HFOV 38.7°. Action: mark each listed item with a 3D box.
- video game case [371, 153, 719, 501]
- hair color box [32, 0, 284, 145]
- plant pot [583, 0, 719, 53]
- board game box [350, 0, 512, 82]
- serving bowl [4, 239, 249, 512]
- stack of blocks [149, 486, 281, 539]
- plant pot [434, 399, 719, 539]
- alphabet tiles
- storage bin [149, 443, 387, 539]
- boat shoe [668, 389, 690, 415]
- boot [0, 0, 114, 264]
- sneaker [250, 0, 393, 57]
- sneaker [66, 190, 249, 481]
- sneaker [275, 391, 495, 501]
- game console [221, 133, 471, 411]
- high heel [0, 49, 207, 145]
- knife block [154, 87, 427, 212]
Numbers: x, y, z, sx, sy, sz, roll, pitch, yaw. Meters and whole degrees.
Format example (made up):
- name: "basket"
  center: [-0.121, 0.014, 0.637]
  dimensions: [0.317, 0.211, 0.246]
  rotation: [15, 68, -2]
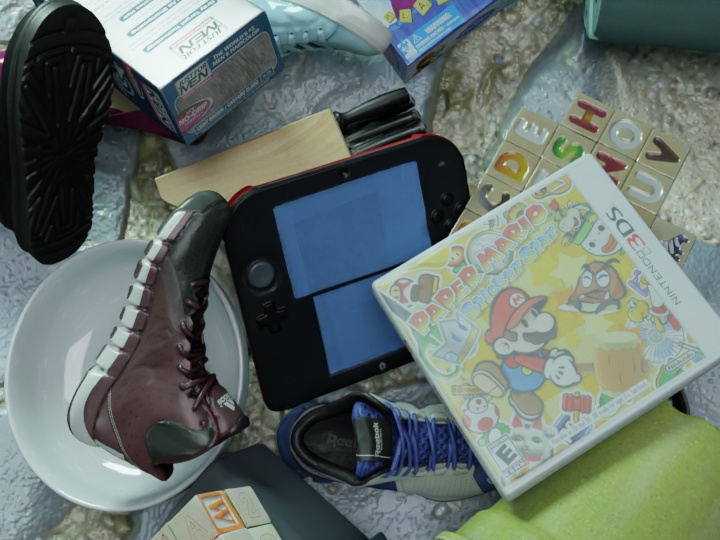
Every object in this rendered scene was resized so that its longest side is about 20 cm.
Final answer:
- name: "video game case"
  center: [0.136, 0.034, 0.736]
  dimensions: [0.198, 0.023, 0.183]
  rotation: [-30, 68, -8]
- name: "hair color box"
  center: [-0.159, -0.186, 0.781]
  dimensions: [0.100, 0.061, 0.199]
  rotation: [-40, 54, -16]
- name: "plant pot"
  center: [0.283, -0.261, 0.821]
  dimensions: [0.193, 0.200, 0.204]
  rotation: [2, 80, 6]
- name: "board game box"
  center: [0.056, -0.303, 0.887]
  dimensions: [0.199, 0.041, 0.200]
  rotation: [-38, 84, -7]
- name: "serving bowl"
  center: [-0.172, 0.081, 0.791]
  dimensions: [0.197, 0.066, 0.204]
  rotation: [-3, 80, 14]
- name: "stack of blocks"
  center: [-0.070, 0.251, 0.629]
  dimensions: [0.115, 0.058, 0.201]
  rotation: [-44, 66, 19]
- name: "plant pot"
  center: [0.185, 0.194, 0.741]
  dimensions: [0.200, 0.201, 0.184]
  rotation: [43, 73, 5]
- name: "alphabet tiles"
  center: [0.166, -0.036, 0.780]
  dimensions: [0.166, 0.008, 0.202]
  rotation: [28, 74, 13]
- name: "storage bin"
  center: [-0.084, 0.229, 0.744]
  dimensions: [0.134, 0.145, 0.201]
  rotation: [44, 106, 15]
- name: "boat shoe"
  center: [0.209, 0.042, 0.826]
  dimensions: [0.066, 0.057, 0.202]
  rotation: [-26, 82, -4]
- name: "boot"
  center: [-0.269, -0.122, 0.760]
  dimensions: [0.157, 0.079, 0.213]
  rotation: [34, 125, 25]
- name: "sneaker"
  center: [-0.070, -0.199, 0.849]
  dimensions: [0.198, 0.074, 0.083]
  rotation: [23, 96, 19]
- name: "sneaker"
  center: [-0.112, 0.055, 0.715]
  dimensions: [0.115, 0.076, 0.202]
  rotation: [30, 100, 13]
- name: "sneaker"
  center: [0.031, 0.135, 0.775]
  dimensions: [0.196, 0.115, 0.082]
  rotation: [2, 81, -2]
- name: "game console"
  center: [0.000, 0.000, 0.788]
  dimensions: [0.197, 0.031, 0.180]
  rotation: [-18, 108, -15]
- name: "high heel"
  center: [-0.217, -0.153, 0.824]
  dimensions: [0.197, 0.096, 0.069]
  rotation: [11, 80, 0]
- name: "knife block"
  center: [-0.044, -0.093, 0.837]
  dimensions: [0.197, 0.064, 0.178]
  rotation: [23, 80, 2]
